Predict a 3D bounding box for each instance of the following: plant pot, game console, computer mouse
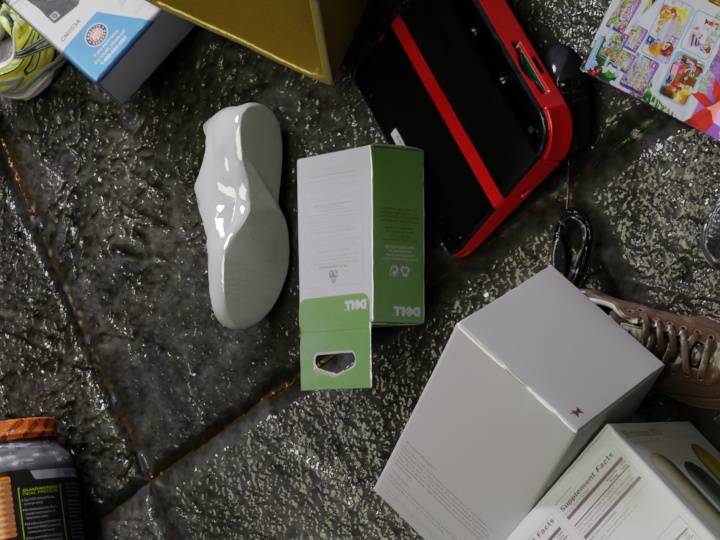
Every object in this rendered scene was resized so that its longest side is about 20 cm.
[{"bbox_3d":[-0.068,-0.311,1.533,0.195,0.194,0.200,26,74,12],"label":"plant pot"},{"bbox_3d":[0.082,-0.137,1.514,0.177,0.031,0.200,-50,59,45],"label":"game console"},{"bbox_3d":[0.156,-0.081,1.473,0.059,0.034,0.200,-6,86,55],"label":"computer mouse"}]

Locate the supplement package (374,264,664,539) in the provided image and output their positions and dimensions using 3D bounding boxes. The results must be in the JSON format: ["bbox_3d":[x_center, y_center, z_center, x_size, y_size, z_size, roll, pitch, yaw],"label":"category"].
[{"bbox_3d":[0.117,0.120,1.395,0.121,0.120,0.200,43,136,19],"label":"supplement package"}]

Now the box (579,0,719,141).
[{"bbox_3d":[0.270,-0.213,1.411,0.137,0.039,0.200,33,105,31],"label":"box"}]

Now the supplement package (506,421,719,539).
[{"bbox_3d":[0.231,0.232,1.343,0.200,0.152,0.151,48,112,26],"label":"supplement package"}]

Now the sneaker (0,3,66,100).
[{"bbox_3d":[-0.296,-0.240,1.765,0.200,0.076,0.075,-47,62,19],"label":"sneaker"}]

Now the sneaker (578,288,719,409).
[{"bbox_3d":[0.221,0.062,1.405,0.200,0.075,0.071,13,95,34],"label":"sneaker"}]

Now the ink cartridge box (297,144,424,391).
[{"bbox_3d":[0.000,0.000,1.550,0.104,0.059,0.200,-6,83,52],"label":"ink cartridge box"}]

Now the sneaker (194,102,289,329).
[{"bbox_3d":[-0.115,-0.045,1.648,0.088,0.075,0.200,-5,78,46],"label":"sneaker"}]

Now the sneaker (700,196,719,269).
[{"bbox_3d":[0.318,-0.069,1.339,0.200,0.095,0.079,-42,68,26],"label":"sneaker"}]

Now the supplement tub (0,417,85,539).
[{"bbox_3d":[-0.319,0.243,1.725,0.122,0.122,0.200,-14,79,32],"label":"supplement tub"}]

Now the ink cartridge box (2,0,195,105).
[{"bbox_3d":[-0.250,-0.273,1.685,0.200,0.084,0.145,42,90,15],"label":"ink cartridge box"}]
